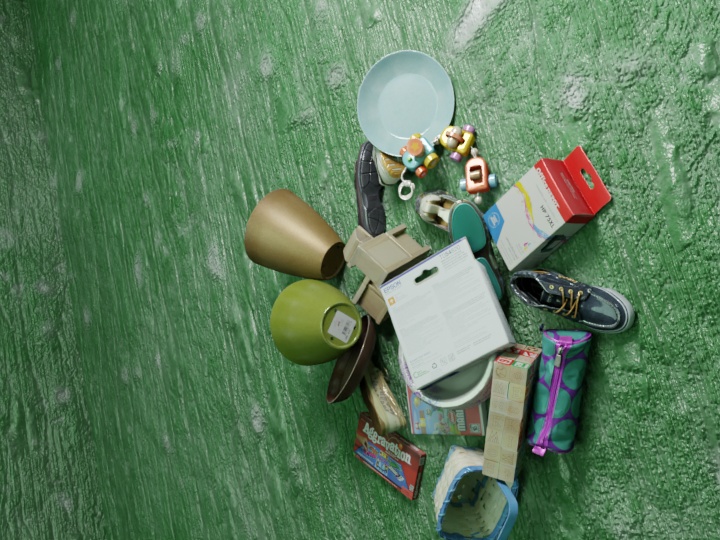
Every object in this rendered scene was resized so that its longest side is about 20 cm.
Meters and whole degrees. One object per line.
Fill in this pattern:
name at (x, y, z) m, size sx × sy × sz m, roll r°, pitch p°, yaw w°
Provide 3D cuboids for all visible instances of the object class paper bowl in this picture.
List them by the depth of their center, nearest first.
paper bowl at (0.175, 0.151, 1.374) m, size 0.196 × 0.104 × 0.207 m, roll -8°, pitch 75°, yaw 30°

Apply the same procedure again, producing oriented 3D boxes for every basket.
basket at (0.211, 0.418, 1.328) m, size 0.201 × 0.135 × 0.180 m, roll -106°, pitch 32°, yaw -63°

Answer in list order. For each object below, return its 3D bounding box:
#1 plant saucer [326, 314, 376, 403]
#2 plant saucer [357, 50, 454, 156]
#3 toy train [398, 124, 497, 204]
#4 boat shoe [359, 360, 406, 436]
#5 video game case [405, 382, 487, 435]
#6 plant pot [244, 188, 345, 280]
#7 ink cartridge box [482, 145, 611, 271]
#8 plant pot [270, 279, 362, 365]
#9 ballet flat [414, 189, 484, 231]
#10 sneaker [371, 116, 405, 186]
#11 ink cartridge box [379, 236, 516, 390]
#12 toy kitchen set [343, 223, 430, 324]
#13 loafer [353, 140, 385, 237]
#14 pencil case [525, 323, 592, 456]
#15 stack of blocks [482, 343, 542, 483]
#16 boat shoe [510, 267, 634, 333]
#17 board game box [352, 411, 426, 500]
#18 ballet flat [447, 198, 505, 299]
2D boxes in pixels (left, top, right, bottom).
plant saucer at (-0.015, 0.194, 1.599) m, size 0.203 × 0.034 × 0.201 m, roll -61°, pitch 10°, yaw 18°
plant saucer at (0.091, -0.326, 1.480) m, size 0.195 × 0.039 × 0.207 m, roll 1°, pitch 93°, yaw 16°
toy train at (0.154, -0.199, 1.396) m, size 0.195 × 0.055 × 0.155 m, roll -3°, pitch 77°, yaw 24°
boat shoe at (0.041, 0.262, 1.590) m, size 0.202 × 0.061 × 0.075 m, roll -111°, pitch 17°, yaw -44°
video game case at (0.165, 0.250, 1.481) m, size 0.198 × 0.017 × 0.147 m, roll -13°, pitch 82°, yaw 49°
plant pot at (-0.132, -0.063, 1.715) m, size 0.197 × 0.185 × 0.191 m, roll 27°, pitch 112°, yaw 29°
ink cartridge box at (0.308, -0.104, 1.258) m, size 0.200 × 0.066 × 0.118 m, roll -48°, pitch 57°, yaw 40°
plant pot at (-0.075, 0.112, 1.582) m, size 0.199 × 0.182 × 0.193 m, roll 175°, pitch 92°, yaw -66°
ballet flat at (0.160, -0.112, 1.431) m, size 0.199 × 0.071 × 0.074 m, roll 29°, pitch 113°, yaw 45°
sneaker at (0.046, -0.271, 1.553) m, size 0.088 × 0.073 × 0.205 m, roll 124°, pitch 144°, yaw -64°
ink cartridge box at (0.148, 0.077, 1.317) m, size 0.197 × 0.040 × 0.204 m, roll -29°, pitch 69°, yaw 26°
toy kitchen set at (0.000, 0.000, 1.505) m, size 0.163 × 0.179 × 0.202 m, roll 41°, pitch 124°, yaw 16°
loafer at (0.010, -0.172, 1.605) m, size 0.062 × 0.071 × 0.206 m, roll 0°, pitch 95°, yaw 53°
pencil case at (0.325, 0.196, 1.236) m, size 0.083 × 0.092 × 0.206 m, roll 12°, pitch 103°, yaw 29°
stack of blocks at (0.261, 0.241, 1.286) m, size 0.057 × 0.115 × 0.206 m, roll 10°, pitch 105°, yaw 24°
boat shoe at (0.337, 0.052, 1.215) m, size 0.198 × 0.089 × 0.073 m, roll 26°, pitch 111°, yaw 45°
board game box at (0.058, 0.395, 1.612) m, size 0.198 × 0.019 × 0.106 m, roll 25°, pitch 109°, yaw 46°
ballet flat at (0.204, -0.039, 1.340) m, size 0.073 × 0.074 × 0.204 m, roll 4°, pitch 120°, yaw 48°
